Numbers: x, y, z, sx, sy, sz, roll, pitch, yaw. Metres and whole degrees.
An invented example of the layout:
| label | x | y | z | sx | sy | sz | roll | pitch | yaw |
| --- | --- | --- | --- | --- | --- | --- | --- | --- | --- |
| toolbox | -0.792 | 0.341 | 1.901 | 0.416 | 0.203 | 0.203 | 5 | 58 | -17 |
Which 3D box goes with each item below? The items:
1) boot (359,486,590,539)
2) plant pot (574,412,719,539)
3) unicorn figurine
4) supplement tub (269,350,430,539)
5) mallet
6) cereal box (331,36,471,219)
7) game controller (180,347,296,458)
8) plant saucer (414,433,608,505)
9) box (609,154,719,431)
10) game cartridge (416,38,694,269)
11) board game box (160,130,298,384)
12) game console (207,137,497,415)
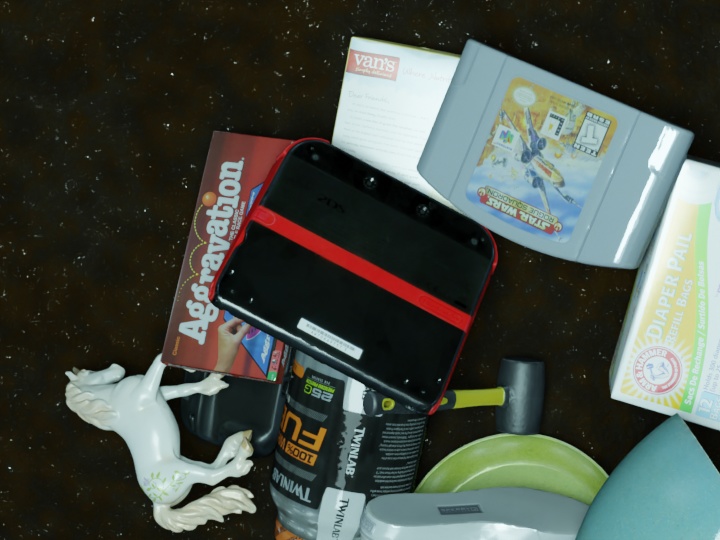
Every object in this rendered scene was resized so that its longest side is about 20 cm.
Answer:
| label | x | y | z | sx | sy | sz | roll | pitch | yaw |
| --- | --- | --- | --- | --- | --- | --- | --- | --- | --- |
| boot | 0.094 | 0.233 | 1.279 | 0.199 | 0.074 | 0.096 | 2 | 112 | -8 |
| plant pot | 0.236 | 0.228 | 1.195 | 0.134 | 0.200 | 0.201 | -32 | 92 | 5 |
| unicorn figurine | -0.170 | 0.125 | 1.324 | 0.137 | 0.074 | 0.201 | -25 | 62 | 4 |
| supplement tub | -0.006 | 0.136 | 1.318 | 0.122 | 0.123 | 0.201 | 12 | 99 | 6 |
| mallet | 0.078 | 0.114 | 1.281 | 0.041 | 0.199 | 0.066 | 6 | 101 | 47 |
| cereal box | 0.044 | -0.085 | 1.323 | 0.143 | 0.040 | 0.201 | 13 | 99 | 7 |
| game controller | -0.097 | 0.058 | 1.354 | 0.104 | 0.042 | 0.201 | 15 | 100 | 21 |
| plant saucer | 0.129 | 0.235 | 1.319 | 0.199 | 0.031 | 0.201 | -7 | 63 | 14 |
| box | 0.278 | 0.016 | 1.271 | 0.112 | 0.101 | 0.201 | 15 | 99 | 6 |
| game cartridge | 0.146 | -0.085 | 1.241 | 0.199 | 0.041 | 0.134 | 26 | 97 | 23 |
| board game box | -0.094 | -0.013 | 1.299 | 0.102 | 0.019 | 0.201 | 7 | 77 | 18 |
| game console | 0.000 | 0.000 | 1.246 | 0.199 | 0.031 | 0.177 | 27 | 62 | -4 |
